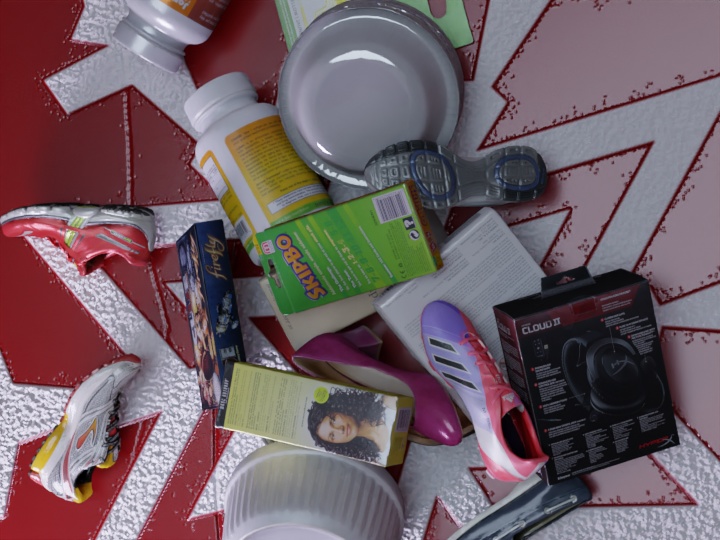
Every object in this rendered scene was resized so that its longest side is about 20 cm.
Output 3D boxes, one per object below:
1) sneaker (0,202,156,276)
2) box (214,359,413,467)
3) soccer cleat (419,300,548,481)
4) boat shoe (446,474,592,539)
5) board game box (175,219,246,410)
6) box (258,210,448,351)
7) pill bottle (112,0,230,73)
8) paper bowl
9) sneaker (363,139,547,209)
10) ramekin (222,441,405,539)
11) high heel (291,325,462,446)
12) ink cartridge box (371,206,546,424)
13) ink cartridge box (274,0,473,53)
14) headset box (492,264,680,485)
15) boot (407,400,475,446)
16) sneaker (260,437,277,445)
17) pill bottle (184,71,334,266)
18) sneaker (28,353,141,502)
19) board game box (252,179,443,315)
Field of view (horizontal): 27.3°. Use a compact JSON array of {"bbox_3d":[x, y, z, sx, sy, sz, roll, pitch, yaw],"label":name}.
[{"bbox_3d":[-0.337,-0.037,1.744,0.199,0.077,0.085,3,94,17],"label":"sneaker"},{"bbox_3d":[-0.049,0.145,1.526,0.199,0.050,0.076,9,89,24],"label":"box"},{"bbox_3d":[0.126,0.116,1.482,0.076,0.066,0.201,-34,78,56],"label":"soccer cleat"},{"bbox_3d":[0.159,0.282,1.584,0.200,0.075,0.062,-39,67,3],"label":"boat shoe"},{"bbox_3d":[-0.166,0.053,1.658,0.034,0.135,0.201,-8,85,-17],"label":"board game box"},{"bbox_3d":[0.000,0.000,1.627,0.199,0.078,0.095,-28,95,15],"label":"box"},{"bbox_3d":[-0.198,-0.332,1.689,0.112,0.112,0.201,33,98,15],"label":"pill bottle"},{"bbox_3d":[0.009,-0.186,1.592,0.199,0.104,0.202,3,111,9],"label":"paper bowl"},{"bbox_3d":[0.095,-0.092,1.568,0.199,0.087,0.075,3,80,-19],"label":"sneaker"},{"bbox_3d":[-0.055,0.286,1.577,0.199,0.105,0.201,4,127,5],"label":"ramekin"},{"bbox_3d":[0.017,0.128,1.543,0.200,0.096,0.068,46,139,34],"label":"high heel"},{"bbox_3d":[0.135,0.060,1.558,0.161,0.050,0.200,-40,100,-2],"label":"ink cartridge box"},{"bbox_3d":[0.010,-0.292,1.659,0.199,0.048,0.146,-17,83,18],"label":"ink cartridge box"},{"bbox_3d":[0.228,0.097,1.509,0.148,0.077,0.201,-16,102,-9],"label":"headset box"},{"bbox_3d":[0.109,0.115,1.601,0.199,0.077,0.156,8,88,20],"label":"boot"},{"bbox_3d":[-0.055,0.209,1.628,0.074,0.116,0.200,-37,80,11],"label":"sneaker"},{"bbox_3d":[-0.116,-0.116,1.658,0.111,0.111,0.201,-32,80,14],"label":"pill bottle"},{"bbox_3d":[-0.305,0.183,1.732,0.082,0.078,0.201,35,107,11],"label":"sneaker"},{"bbox_3d":[-0.016,-0.021,1.541,0.199,0.030,0.096,-17,97,29],"label":"board game box"}]
